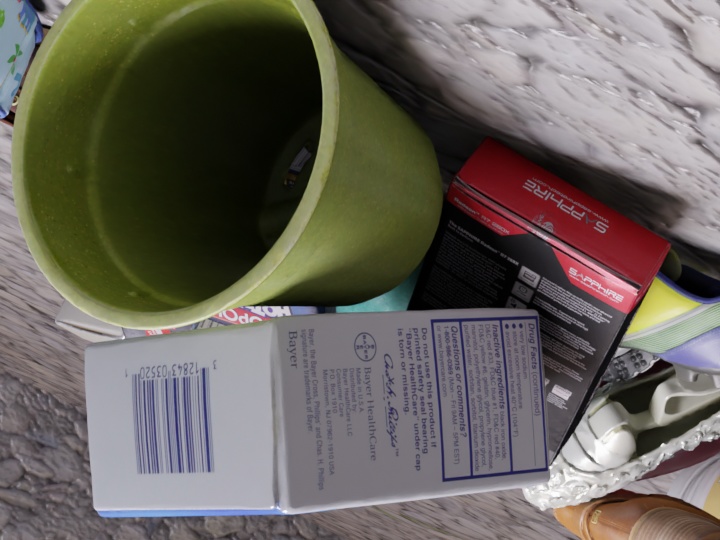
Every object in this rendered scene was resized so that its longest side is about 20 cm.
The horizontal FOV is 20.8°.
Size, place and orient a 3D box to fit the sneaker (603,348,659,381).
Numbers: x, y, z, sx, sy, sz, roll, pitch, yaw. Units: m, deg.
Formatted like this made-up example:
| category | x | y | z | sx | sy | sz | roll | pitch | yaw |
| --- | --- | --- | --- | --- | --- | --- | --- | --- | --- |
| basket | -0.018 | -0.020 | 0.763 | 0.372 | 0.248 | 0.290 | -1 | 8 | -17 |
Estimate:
| category | x | y | z | sx | sy | sz | roll | pitch | yaw |
| --- | --- | --- | --- | --- | --- | --- | --- | --- | --- |
| sneaker | 0.153 | 0.035 | 1.335 | 0.200 | 0.080 | 0.074 | -17 | 98 | 54 |

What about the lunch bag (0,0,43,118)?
| category | x | y | z | sx | sy | sz | roll | pitch | yaw |
| --- | --- | --- | --- | --- | --- | --- | --- | --- | --- |
| lunch bag | -0.283 | -0.169 | 1.151 | 0.160 | 0.083 | 0.200 | 18 | 167 | 12 |

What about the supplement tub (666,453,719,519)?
| category | x | y | z | sx | sy | sz | roll | pitch | yaw |
| --- | --- | --- | --- | --- | --- | --- | --- | --- | --- |
| supplement tub | 0.345 | 0.214 | 1.539 | 0.145 | 0.146 | 0.200 | 29 | 166 | -30 |

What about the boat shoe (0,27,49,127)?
| category | x | y | z | sx | sy | sz | roll | pitch | yaw |
| --- | --- | --- | --- | --- | --- | --- | --- | --- | --- |
| boat shoe | -0.266 | -0.134 | 1.305 | 0.199 | 0.071 | 0.070 | 15 | 167 | 35 |

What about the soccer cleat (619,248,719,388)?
| category | x | y | z | sx | sy | sz | roll | pitch | yaw |
| --- | --- | --- | --- | --- | --- | --- | --- | --- | --- |
| soccer cleat | 0.163 | 0.014 | 1.208 | 0.199 | 0.084 | 0.065 | 11 | -154 | 36 |

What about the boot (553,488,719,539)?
| category | x | y | z | sx | sy | sz | roll | pitch | yaw |
| --- | --- | --- | --- | --- | --- | --- | --- | --- | --- |
| boot | 0.238 | 0.195 | 1.329 | 0.200 | 0.074 | 0.155 | 31 | 172 | -31 |

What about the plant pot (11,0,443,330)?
| category | x | y | z | sx | sy | sz | roll | pitch | yaw |
| --- | --- | --- | --- | --- | --- | --- | --- | --- | --- |
| plant pot | -0.049 | -0.055 | 1.054 | 0.199 | 0.201 | 0.190 | 14 | 179 | 32 |

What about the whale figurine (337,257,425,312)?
| category | x | y | z | sx | sy | sz | roll | pitch | yaw |
| --- | --- | --- | --- | --- | --- | --- | --- | --- | --- |
| whale figurine | 0.000 | 0.000 | 1.324 | 0.199 | 0.104 | 0.159 | 22 | 168 | -4 |

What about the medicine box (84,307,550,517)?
| category | x | y | z | sx | sy | sz | roll | pitch | yaw |
| --- | --- | --- | --- | --- | --- | --- | --- | --- | --- |
| medicine box | -0.024 | 0.081 | 1.117 | 0.199 | 0.104 | 0.182 | 0 | 174 | -40 |

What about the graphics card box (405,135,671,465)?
| category | x | y | z | sx | sy | sz | roll | pitch | yaw |
| --- | --- | --- | --- | --- | --- | --- | --- | --- | --- |
| graphics card box | 0.095 | 0.023 | 1.169 | 0.125 | 0.051 | 0.200 | 30 | 143 | 11 |

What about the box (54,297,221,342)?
| category | x | y | z | sx | sy | sz | roll | pitch | yaw |
| --- | --- | --- | --- | --- | --- | --- | --- | --- | --- |
| box | -0.132 | 0.033 | 1.644 | 0.200 | 0.128 | 0.109 | 33 | 165 | -38 |

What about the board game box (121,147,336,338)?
| category | x | y | z | sx | sy | sz | roll | pitch | yaw |
| --- | --- | --- | --- | --- | --- | --- | --- | --- | --- |
| board game box | -0.100 | -0.026 | 1.272 | 0.199 | 0.062 | 0.200 | 19 | 137 | 17 |

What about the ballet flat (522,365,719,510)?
| category | x | y | z | sx | sy | sz | roll | pitch | yaw |
| --- | --- | --- | --- | --- | --- | --- | --- | --- | --- |
| ballet flat | 0.189 | 0.090 | 1.284 | 0.072 | 0.199 | 0.072 | 63 | -174 | -11 |

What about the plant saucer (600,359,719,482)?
| category | x | y | z | sx | sy | sz | roll | pitch | yaw |
| --- | --- | --- | --- | --- | --- | --- | --- | --- | --- |
| plant saucer | 0.169 | 0.103 | 1.409 | 0.199 | 0.051 | 0.201 | -10 | -169 | 2 |
